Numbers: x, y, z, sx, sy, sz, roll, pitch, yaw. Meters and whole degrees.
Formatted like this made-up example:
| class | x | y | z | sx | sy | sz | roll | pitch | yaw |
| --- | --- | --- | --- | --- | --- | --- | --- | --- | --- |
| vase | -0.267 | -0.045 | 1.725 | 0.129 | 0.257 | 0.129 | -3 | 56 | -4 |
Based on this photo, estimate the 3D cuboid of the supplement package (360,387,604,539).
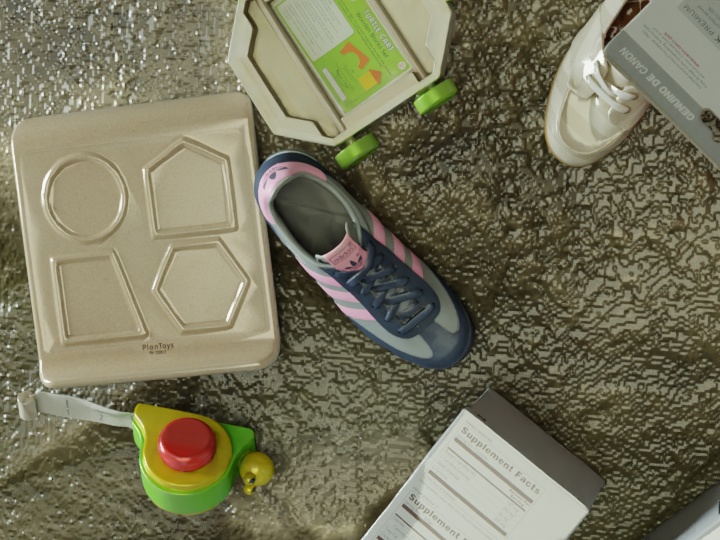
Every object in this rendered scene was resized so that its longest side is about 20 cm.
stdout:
| class | x | y | z | sx | sy | sz | roll | pitch | yaw |
| --- | --- | --- | --- | --- | --- | --- | --- | --- | --- |
| supplement package | 0.063 | 0.197 | 1.378 | 0.109 | 0.114 | 0.200 | 39 | 102 | 7 |

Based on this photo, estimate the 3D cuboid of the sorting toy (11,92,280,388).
| class | x | y | z | sx | sy | sz | roll | pitch | yaw |
| --- | --- | --- | --- | --- | --- | --- | --- | --- | --- |
| sorting toy | -0.155 | -0.021 | 1.446 | 0.184 | 0.036 | 0.201 | -6 | 90 | 12 |

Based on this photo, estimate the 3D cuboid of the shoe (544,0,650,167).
| class | x | y | z | sx | sy | sz | roll | pitch | yaw |
| --- | --- | --- | --- | --- | --- | --- | --- | --- | --- |
| shoe | 0.185 | -0.160 | 1.348 | 0.070 | 0.053 | 0.200 | 32 | 101 | 7 |

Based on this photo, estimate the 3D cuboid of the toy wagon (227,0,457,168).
| class | x | y | z | sx | sy | sz | roll | pitch | yaw |
| --- | --- | --- | --- | --- | --- | --- | --- | --- | --- |
| toy wagon | 0.006 | -0.175 | 1.392 | 0.200 | 0.040 | 0.155 | -33 | 89 | 12 |

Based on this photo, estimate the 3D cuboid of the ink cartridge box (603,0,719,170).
| class | x | y | z | sx | sy | sz | roll | pitch | yaw |
| --- | --- | --- | --- | --- | --- | --- | --- | --- | --- |
| ink cartridge box | 0.276 | -0.148 | 1.286 | 0.200 | 0.084 | 0.176 | 42 | 102 | -15 |

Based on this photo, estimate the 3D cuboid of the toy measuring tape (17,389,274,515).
| class | x | y | z | sx | sy | sz | roll | pitch | yaw |
| --- | --- | --- | --- | --- | --- | --- | --- | --- | --- |
| toy measuring tape | -0.162 | 0.134 | 1.437 | 0.199 | 0.074 | 0.074 | 10 | 97 | 8 |

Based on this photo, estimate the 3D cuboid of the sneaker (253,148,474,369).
| class | x | y | z | sx | sy | sz | roll | pitch | yaw |
| --- | --- | --- | --- | --- | --- | --- | --- | --- | --- |
| sneaker | 0.000 | 0.000 | 1.381 | 0.200 | 0.082 | 0.070 | 42 | 97 | -5 |

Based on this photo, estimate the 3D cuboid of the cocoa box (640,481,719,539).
| class | x | y | z | sx | sy | sz | roll | pitch | yaw |
| --- | --- | --- | --- | --- | --- | --- | --- | --- | --- |
| cocoa box | 0.266 | 0.214 | 1.327 | 0.200 | 0.133 | 0.131 | -39 | 87 | 12 |
